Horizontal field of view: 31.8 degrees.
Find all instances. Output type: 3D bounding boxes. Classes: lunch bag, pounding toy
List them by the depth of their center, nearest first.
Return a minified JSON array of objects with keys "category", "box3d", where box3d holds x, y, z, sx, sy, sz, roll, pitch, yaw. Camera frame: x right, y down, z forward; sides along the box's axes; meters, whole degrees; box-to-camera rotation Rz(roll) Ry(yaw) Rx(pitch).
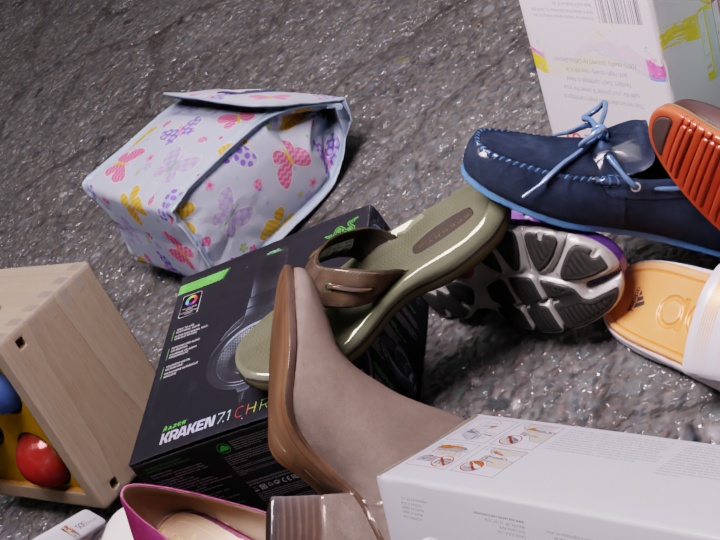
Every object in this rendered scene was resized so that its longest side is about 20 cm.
[{"category":"pounding toy","box3d":[-0.272,0.113,0.993,0.199,0.185,0.142,-4,34,41]},{"category":"lunch bag","box3d":[-0.124,-0.097,1.140,0.200,0.127,0.169,-44,34,-22]}]

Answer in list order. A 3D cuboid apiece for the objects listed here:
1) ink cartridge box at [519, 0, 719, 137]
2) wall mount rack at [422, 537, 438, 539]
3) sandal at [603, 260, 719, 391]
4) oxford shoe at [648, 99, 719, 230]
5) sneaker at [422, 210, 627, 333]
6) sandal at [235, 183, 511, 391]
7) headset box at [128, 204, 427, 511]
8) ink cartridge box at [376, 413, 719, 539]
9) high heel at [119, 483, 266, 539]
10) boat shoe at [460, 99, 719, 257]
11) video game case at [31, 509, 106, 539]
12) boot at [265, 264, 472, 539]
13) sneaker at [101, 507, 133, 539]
[{"category":"ink cartridge box","box3d":[0.201,-0.162,0.853,0.125,0.201,0.128,-31,28,-24]},{"category":"wall mount rack","box3d":[0.040,0.200,0.558,0.074,0.175,0.200,-12,-8,-42]},{"category":"sandal","box3d":[0.198,0.029,0.711,0.206,0.059,0.080,14,81,55]},{"category":"oxford shoe","box3d":[0.254,-0.044,0.698,0.200,0.071,0.073,35,66,16]},{"category":"sneaker","box3d":[0.107,-0.016,0.847,0.083,0.081,0.200,-40,22,-23]},{"category":"sandal","box3d":[0.000,-0.001,0.791,0.201,0.057,0.080,-37,34,3]},{"category":"headset box","box3d":[-0.049,0.065,0.893,0.173,0.093,0.201,-20,36,24]},{"category":"ink cartridge box","box3d":[0.119,0.170,0.580,0.199,0.177,0.084,2,19,45]},{"category":"high heel","box3d":[-0.064,0.172,0.771,0.199,0.096,0.068,-8,42,38]},{"category":"boat shoe","box3d":[0.163,-0.066,0.774,0.199,0.069,0.084,8,36,-9]},{"category":"video game case","box3d":[-0.230,0.249,0.748,0.201,0.023,0.182,-63,-6,4]},{"category":"boot","box3d":[0.020,0.098,0.724,0.070,0.145,0.201,119,153,-69]},{"category":"sneaker","box3d":[-0.161,0.224,0.825,0.072,0.073,0.201,-29,32,17]}]
